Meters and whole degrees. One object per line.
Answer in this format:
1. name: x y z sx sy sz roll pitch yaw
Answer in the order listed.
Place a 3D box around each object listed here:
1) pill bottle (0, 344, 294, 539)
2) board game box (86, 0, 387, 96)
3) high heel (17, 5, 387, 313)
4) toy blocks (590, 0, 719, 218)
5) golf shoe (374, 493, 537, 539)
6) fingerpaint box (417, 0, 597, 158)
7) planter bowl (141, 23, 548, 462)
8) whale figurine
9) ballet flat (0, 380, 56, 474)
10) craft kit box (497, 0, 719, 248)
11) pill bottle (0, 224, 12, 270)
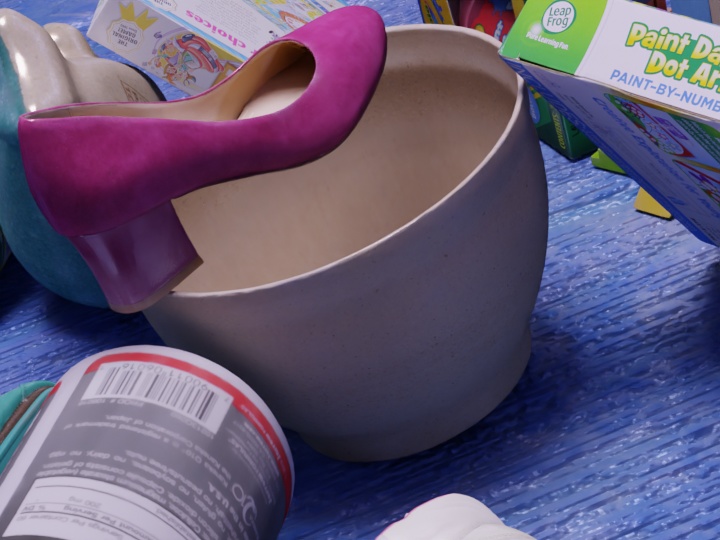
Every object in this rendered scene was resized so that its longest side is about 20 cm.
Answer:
1. pill bottle: -0.104 0.129 0.887 0.114 0.114 0.200 -3 32 19
2. board game box: -0.043 -0.118 1.226 0.200 0.034 0.135 30 29 -13
3. high heel: -0.064 -0.078 0.965 0.067 0.096 0.200 12 47 46
4. toy blocks: 0.193 -0.102 1.121 0.100 0.137 0.200 -35 36 -32
5. golf shoe: 0.010 0.157 0.834 0.091 0.075 0.200 18 44 39
6. fingerpaint box: 0.084 -0.185 1.247 0.073 0.200 0.167 -25 32 -15
7. planter bowl: 0.000 0.000 1.027 0.200 0.135 0.200 -18 31 11
8. whale figurine: -0.149 -0.052 1.144 0.104 0.200 0.159 -26 66 9
9. ballet flat: -0.185 0.124 0.997 0.070 0.067 0.200 -24 20 37
10. craft kit box: 0.186 -0.041 0.963 0.197 0.200 0.049 26 84 41
11. pill bottle: -0.228 -0.063 1.267 0.113 0.113 0.200 -5 32 17
